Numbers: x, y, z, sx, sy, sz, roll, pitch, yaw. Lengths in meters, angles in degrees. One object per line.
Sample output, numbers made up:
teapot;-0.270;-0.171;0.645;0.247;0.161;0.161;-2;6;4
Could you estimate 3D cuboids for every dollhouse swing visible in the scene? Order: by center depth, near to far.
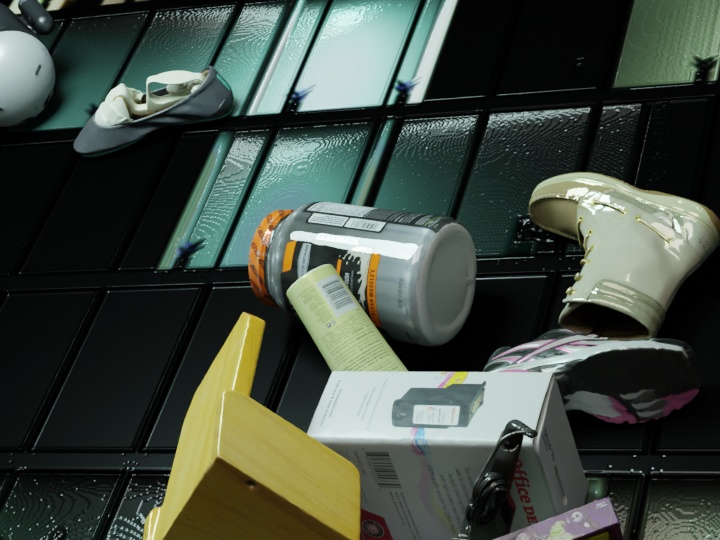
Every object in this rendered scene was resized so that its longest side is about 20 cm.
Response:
dollhouse swing;-0.075;0.170;1.520;0.181;0.200;0.176;32;45;-1

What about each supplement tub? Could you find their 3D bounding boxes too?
supplement tub;0.000;0.000;1.760;0.199;0.123;0.123;8;48;32

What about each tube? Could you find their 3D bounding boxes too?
tube;0.005;0.089;1.664;0.058;0.052;0.200;-43;73;30

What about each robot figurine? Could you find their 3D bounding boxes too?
robot figurine;-0.447;-0.254;2.250;0.124;0.151;0.200;-7;31;-30

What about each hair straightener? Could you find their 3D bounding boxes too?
hair straightener;0.102;0.189;1.426;0.041;0.200;0.077;25;48;9

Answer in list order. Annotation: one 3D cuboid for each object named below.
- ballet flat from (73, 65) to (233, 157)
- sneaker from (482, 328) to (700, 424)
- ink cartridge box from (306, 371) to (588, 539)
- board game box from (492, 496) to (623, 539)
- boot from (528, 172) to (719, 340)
ballet flat;-0.246;-0.190;2.126;0.199;0.073;0.073;-15;40;9
sneaker;0.196;0.081;1.620;0.199;0.081;0.086;-4;32;12
ink cartridge box;0.075;0.161;1.528;0.199;0.146;0.083;-1;42;23
board game box;0.111;0.242;1.441;0.199;0.120;0.032;-21;54;2
boot;0.216;-0.009;1.714;0.199;0.072;0.155;14;54;35
